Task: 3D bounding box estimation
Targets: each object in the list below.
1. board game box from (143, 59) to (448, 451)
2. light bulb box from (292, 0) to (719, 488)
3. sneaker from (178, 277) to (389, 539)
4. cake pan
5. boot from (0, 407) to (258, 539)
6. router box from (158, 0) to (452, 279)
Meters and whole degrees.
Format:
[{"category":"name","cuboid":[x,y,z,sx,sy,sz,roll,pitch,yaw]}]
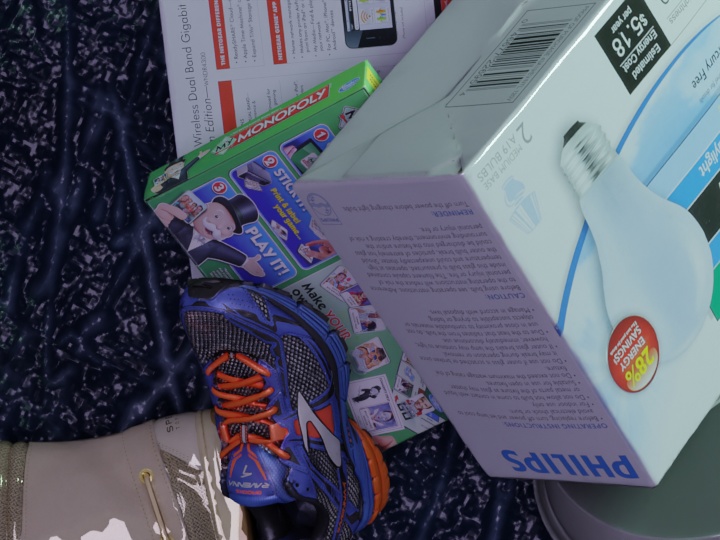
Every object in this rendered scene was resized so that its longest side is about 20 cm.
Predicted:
[{"category":"board game box","cuboid":[0.000,0.000,1.534,0.134,0.029,0.200,-26,120,19]},{"category":"light bulb box","cuboid":[0.107,-0.032,1.463,0.198,0.125,0.200,-50,121,-29]},{"category":"sneaker","cuboid":[-0.042,0.081,1.523,0.075,0.079,0.200,2,135,33]},{"category":"cake pan","cuboid":[0.179,0.077,1.523,0.200,0.201,0.037,-24,134,3]},{"category":"boot","cuboid":[-0.129,0.180,1.584,0.155,0.073,0.201,-7,90,2]},{"category":"router box","cuboid":[-0.008,-0.090,1.558,0.179,0.049,0.201,-4,105,5]}]
